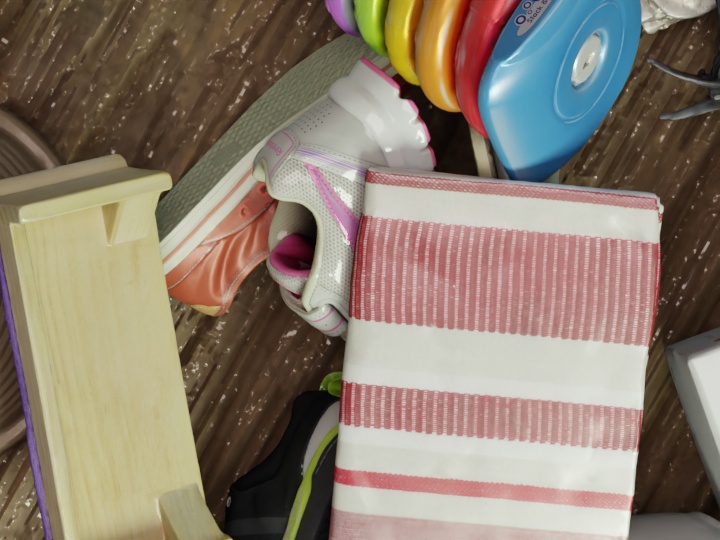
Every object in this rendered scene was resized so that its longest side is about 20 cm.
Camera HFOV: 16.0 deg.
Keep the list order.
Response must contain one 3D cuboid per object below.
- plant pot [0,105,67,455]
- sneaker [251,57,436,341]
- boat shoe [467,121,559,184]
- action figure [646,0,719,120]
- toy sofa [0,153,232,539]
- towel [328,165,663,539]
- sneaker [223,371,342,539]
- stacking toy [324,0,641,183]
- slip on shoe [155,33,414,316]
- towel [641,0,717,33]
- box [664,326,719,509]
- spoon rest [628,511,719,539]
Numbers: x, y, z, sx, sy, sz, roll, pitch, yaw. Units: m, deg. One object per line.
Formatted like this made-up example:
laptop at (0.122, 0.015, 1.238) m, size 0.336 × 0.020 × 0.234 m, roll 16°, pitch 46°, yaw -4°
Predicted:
plant pot at (-0.230, 0.005, 1.274) m, size 0.200 × 0.093 × 0.202 m, roll 0°, pitch 90°, yaw 0°
sneaker at (0.000, 0.000, 1.247) m, size 0.088 × 0.081 × 0.201 m, roll -25°, pitch 116°, yaw -12°
boat shoe at (0.086, -0.093, 1.275) m, size 0.068 × 0.075 × 0.201 m, roll -10°, pitch 89°, yaw 7°
action figure at (0.246, -0.109, 1.254) m, size 0.199 × 0.102 × 0.119 m, roll -20°, pitch 118°, yaw -3°
toy sofa at (-0.131, 0.050, 1.240) m, size 0.082 × 0.097 × 0.201 m, roll -15°, pitch 103°, yaw -28°
towel at (0.062, 0.056, 1.205) m, size 0.143 × 0.023 × 0.201 m, roll 5°, pitch 101°, yaw -2°
sneaker at (-0.037, 0.145, 1.290) m, size 0.071 × 0.083 × 0.201 m, roll 16°, pitch 109°, yaw -40°
stacking toy at (0.026, -0.137, 1.219) m, size 0.199 × 0.110 × 0.116 m, roll 27°, pitch 74°, yaw 27°
slip on shoe at (-0.028, -0.056, 1.286) m, size 0.200 × 0.074 × 0.061 m, roll -44°, pitch 112°, yaw 0°
towel at (0.199, -0.219, 1.293) m, size 0.199 × 0.034 × 0.133 m, roll -31°, pitch 90°, yaw 1°
box at (0.260, 0.050, 1.245) m, size 0.199 × 0.124 × 0.098 m, roll -20°, pitch 90°, yaw 2°
spoon rest at (0.130, 0.128, 1.270) m, size 0.200 × 0.099 × 0.061 m, roll 41°, pitch 78°, yaw 11°
